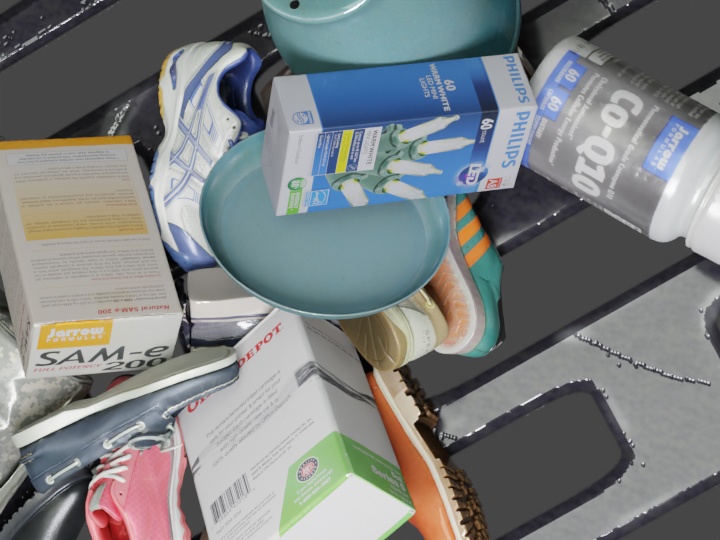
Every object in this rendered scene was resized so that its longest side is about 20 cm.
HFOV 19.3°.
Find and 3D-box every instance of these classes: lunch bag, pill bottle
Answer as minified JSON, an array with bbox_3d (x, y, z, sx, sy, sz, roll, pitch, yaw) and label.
[{"bbox_3d":[-0.338,0.117,1.778,0.167,0.139,0.201,38,91,17],"label":"lunch bag"},{"bbox_3d":[0.227,-0.094,1.696,0.199,0.114,0.114,31,88,16],"label":"pill bottle"}]

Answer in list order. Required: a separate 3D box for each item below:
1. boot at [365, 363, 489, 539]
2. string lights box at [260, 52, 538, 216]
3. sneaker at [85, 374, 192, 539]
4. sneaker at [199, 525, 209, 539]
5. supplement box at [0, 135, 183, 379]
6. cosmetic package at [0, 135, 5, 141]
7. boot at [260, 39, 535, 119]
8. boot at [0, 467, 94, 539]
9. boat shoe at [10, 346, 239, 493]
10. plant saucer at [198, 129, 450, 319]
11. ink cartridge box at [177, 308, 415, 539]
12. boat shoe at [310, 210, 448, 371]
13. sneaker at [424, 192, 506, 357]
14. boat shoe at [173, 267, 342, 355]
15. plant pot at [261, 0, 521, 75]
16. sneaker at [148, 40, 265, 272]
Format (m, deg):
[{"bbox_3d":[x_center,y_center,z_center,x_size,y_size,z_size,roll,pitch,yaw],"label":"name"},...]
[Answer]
[{"bbox_3d":[0.033,0.180,1.722,0.107,0.075,0.201,-32,67,9],"label":"boot"},{"bbox_3d":[0.028,-0.106,1.644,0.198,0.103,0.059,-7,55,-14],"label":"string lights box"},{"bbox_3d":[-0.189,0.177,1.745,0.073,0.086,0.202,-25,66,32],"label":"sneaker"},{"bbox_3d":[-0.048,0.269,1.733,0.199,0.070,0.076,30,105,21],"label":"sneaker"},{"bbox_3d":[-0.232,-0.013,1.750,0.125,0.074,0.201,-3,51,-20],"label":"supplement box"},{"bbox_3d":[-0.406,-0.052,1.852,0.106,0.090,0.201,25,90,15],"label":"cosmetic package"},{"bbox_3d":[0.029,-0.151,1.777,0.200,0.064,0.186,-45,61,-1],"label":"boot"},{"bbox_3d":[-0.229,0.290,1.761,0.165,0.066,0.200,-44,71,12],"label":"boot"},{"bbox_3d":[-0.182,0.120,1.697,0.198,0.075,0.062,-23,96,3],"label":"boat shoe"},{"bbox_3d":[-0.028,-0.035,1.661,0.198,0.028,0.201,4,50,-5],"label":"plant saucer"},{"bbox_3d":[-0.056,0.147,1.675,0.145,0.084,0.201,-42,40,19],"label":"ink cartridge box"},{"bbox_3d":[0.000,0.000,1.705,0.066,0.074,0.201,-13,53,-31],"label":"boat shoe"},{"bbox_3d":[0.071,-0.023,1.743,0.071,0.080,0.202,-20,73,28],"label":"sneaker"},{"bbox_3d":[-0.059,0.047,1.770,0.198,0.075,0.094,-1,121,-5],"label":"boat shoe"},{"bbox_3d":[0.007,-0.227,1.675,0.198,0.188,0.202,-7,71,20],"label":"plant pot"},{"bbox_3d":[-0.124,-0.099,1.788,0.087,0.075,0.202,-7,79,31],"label":"sneaker"}]
